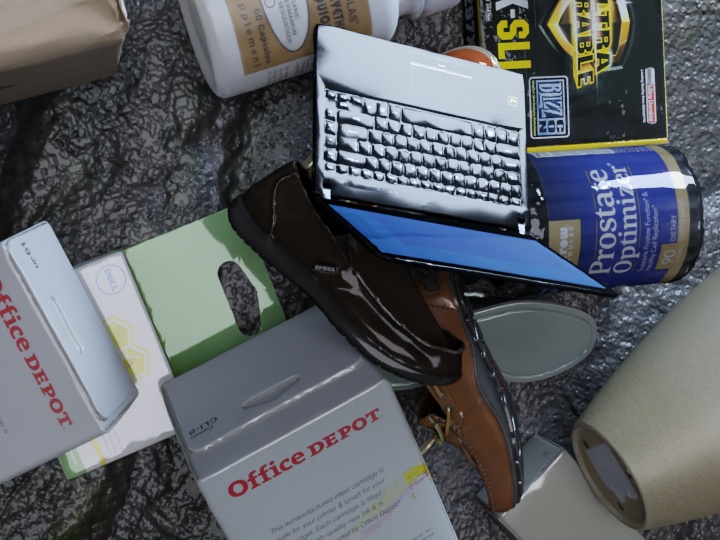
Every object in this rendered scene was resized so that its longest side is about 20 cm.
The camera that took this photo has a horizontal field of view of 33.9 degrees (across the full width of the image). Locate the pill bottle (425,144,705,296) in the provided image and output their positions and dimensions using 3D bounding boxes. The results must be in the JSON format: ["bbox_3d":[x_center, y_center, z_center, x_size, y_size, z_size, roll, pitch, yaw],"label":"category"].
[{"bbox_3d":[0.157,-0.038,0.931,0.198,0.112,0.113,-5,95,-13],"label":"pill bottle"}]

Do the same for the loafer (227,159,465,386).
[{"bbox_3d":[0.000,0.000,0.807,0.200,0.073,0.071,40,103,1],"label":"loafer"}]

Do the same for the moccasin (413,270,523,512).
[{"bbox_3d":[0.071,0.099,0.891,0.077,0.074,0.202,-19,117,12],"label":"moccasin"}]

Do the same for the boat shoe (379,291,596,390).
[{"bbox_3d":[0.090,0.049,0.949,0.198,0.060,0.076,0,114,-15],"label":"boat shoe"}]

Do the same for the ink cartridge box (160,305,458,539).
[{"bbox_3d":[-0.033,0.156,0.859,0.144,0.145,0.201,-27,118,-9],"label":"ink cartridge box"}]

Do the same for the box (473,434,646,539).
[{"bbox_3d":[0.192,0.237,0.980,0.082,0.068,0.200,-42,101,-7],"label":"box"}]

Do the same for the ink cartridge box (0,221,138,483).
[{"bbox_3d":[-0.277,0.076,0.824,0.199,0.085,0.145,-25,98,13],"label":"ink cartridge box"}]

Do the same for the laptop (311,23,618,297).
[{"bbox_3d":[0.066,-0.077,0.791,0.176,0.103,0.202,9,70,-26],"label":"laptop"}]

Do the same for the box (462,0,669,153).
[{"bbox_3d":[0.164,-0.197,0.956,0.158,0.049,0.202,-4,95,-10],"label":"box"}]

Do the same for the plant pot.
[{"bbox_3d":[0.269,0.109,0.918,0.199,0.187,0.188,-28,99,-15],"label":"plant pot"}]

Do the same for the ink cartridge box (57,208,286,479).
[{"bbox_3d":[-0.156,0.051,0.902,0.199,0.048,0.147,-22,98,-8],"label":"ink cartridge box"}]

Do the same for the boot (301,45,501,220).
[{"bbox_3d":[0.028,-0.099,0.885,0.200,0.107,0.075,-40,87,1],"label":"boot"}]

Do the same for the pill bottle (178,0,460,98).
[{"bbox_3d":[-0.030,-0.211,0.877,0.199,0.114,0.115,-20,98,-11],"label":"pill bottle"}]

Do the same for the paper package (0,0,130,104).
[{"bbox_3d":[-0.264,-0.165,0.788,0.198,0.191,0.104,-17,95,-12],"label":"paper package"}]
